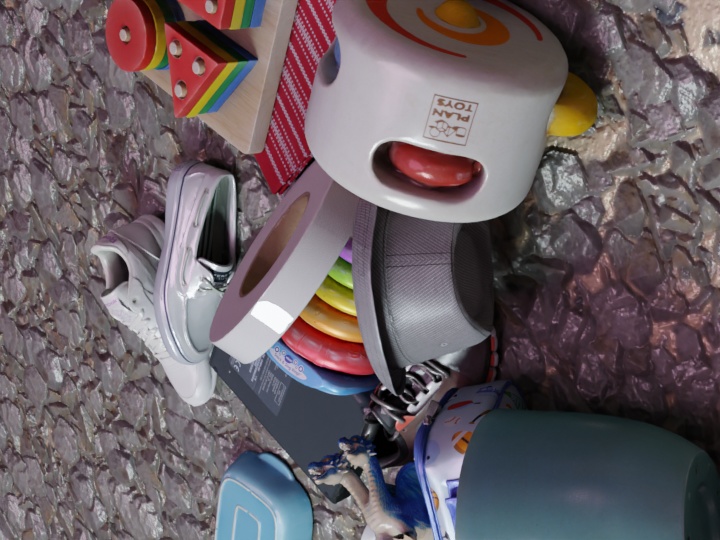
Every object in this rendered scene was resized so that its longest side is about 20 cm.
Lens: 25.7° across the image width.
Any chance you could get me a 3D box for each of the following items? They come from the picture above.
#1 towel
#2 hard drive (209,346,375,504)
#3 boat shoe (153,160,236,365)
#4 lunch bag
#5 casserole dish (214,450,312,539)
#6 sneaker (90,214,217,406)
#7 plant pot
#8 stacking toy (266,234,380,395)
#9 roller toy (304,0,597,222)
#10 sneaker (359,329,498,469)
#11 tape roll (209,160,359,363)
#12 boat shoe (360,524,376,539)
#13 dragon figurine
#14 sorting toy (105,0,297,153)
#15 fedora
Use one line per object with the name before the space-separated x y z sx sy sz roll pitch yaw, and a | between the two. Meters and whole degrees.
towel | -0.055 -0.177 1.398 0.200 0.022 0.146 -44 66 44
hard drive | -0.061 0.107 1.504 0.200 0.033 0.140 46 135 26
boat shoe | -0.155 -0.003 1.527 0.066 0.073 0.202 10 106 41
lunch bag | 0.099 0.192 1.273 0.075 0.160 0.202 -9 104 21
casserole dish | -0.106 0.281 1.619 0.121 0.039 0.202 30 126 36
sneaker | -0.213 0.049 1.597 0.075 0.099 0.202 -24 88 46
plant pot | 0.182 0.199 1.175 0.160 0.200 0.203 -6 101 28
stacking toy | 0.000 0.000 1.369 0.116 0.109 0.201 36 117 30
roller toy | 0.059 -0.135 1.179 0.200 0.182 0.141 37 127 31
sneaker | 0.051 0.107 1.353 0.077 0.082 0.201 44 130 26
tape roll | -0.061 -0.014 1.352 0.037 0.204 0.203 33 137 -12
boat shoe | 0.031 0.326 1.467 0.063 0.070 0.202 20 117 41
dragon figurine | 0.047 0.203 1.359 0.059 0.199 0.100 -40 44 37
sorting toy | -0.152 -0.235 1.426 0.200 0.069 0.200 38 125 36
fedora | 0.057 0.007 1.235 0.089 0.200 0.179 -3 72 14
